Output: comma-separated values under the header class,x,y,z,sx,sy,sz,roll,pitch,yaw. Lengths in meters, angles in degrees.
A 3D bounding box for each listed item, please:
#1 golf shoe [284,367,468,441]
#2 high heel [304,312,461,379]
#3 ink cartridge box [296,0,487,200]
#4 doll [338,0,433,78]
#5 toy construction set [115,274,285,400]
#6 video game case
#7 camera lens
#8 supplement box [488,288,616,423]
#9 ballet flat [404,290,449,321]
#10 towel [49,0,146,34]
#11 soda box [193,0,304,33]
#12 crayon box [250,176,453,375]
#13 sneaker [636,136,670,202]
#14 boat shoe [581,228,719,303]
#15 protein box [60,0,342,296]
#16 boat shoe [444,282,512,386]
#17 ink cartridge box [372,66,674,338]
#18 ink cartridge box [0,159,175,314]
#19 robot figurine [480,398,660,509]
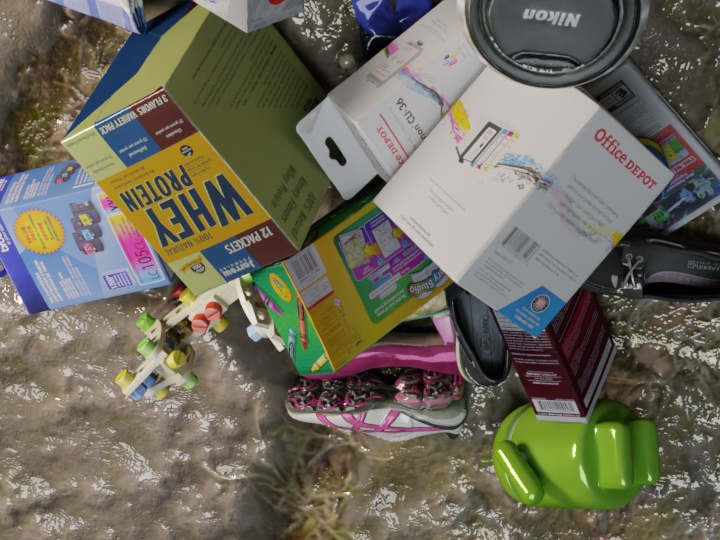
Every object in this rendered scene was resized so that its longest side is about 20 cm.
class,x,y,z,sx,sy,sz,roll,pitch,yaw
golf shoe,0.017,0.157,1.885,0.200,0.073,0.092,-1,126,8
high heel,0.040,0.102,1.848,0.200,0.067,0.096,-22,109,6
ink cartridge box,0.052,-0.148,1.603,0.200,0.067,0.116,-39,130,-4
doll,0.042,-0.226,1.627,0.136,0.048,0.200,-16,125,-7
toy construction set,-0.160,0.057,1.804,0.200,0.131,0.092,-22,119,21
video game case,0.240,-0.093,1.711,0.200,0.023,0.182,-35,114,26
camera lens,0.168,-0.263,1.492,0.160,0.200,0.160,4,125,5
supplement box,0.192,0.049,1.742,0.061,0.109,0.200,1,135,31
ballet flat,0.011,0.033,1.805,0.200,0.071,0.071,-19,120,13
towel,-0.269,-0.290,1.569,0.147,0.024,0.200,21,159,8
soda box,-0.138,-0.284,1.534,0.200,0.068,0.063,34,136,35
crayon box,0.000,0.000,1.657,0.058,0.200,0.119,-7,113,51
sneaker,0.199,-0.077,1.667,0.200,0.078,0.066,-10,124,15
boat shoe,0.301,-0.002,1.706,0.200,0.057,0.067,3,103,-19
protein box,-0.138,-0.127,1.622,0.135,0.199,0.200,-22,119,33
boat shoe,0.122,0.023,1.741,0.074,0.066,0.199,-3,99,-10
ink cartridge box,0.149,-0.075,1.569,0.200,0.145,0.147,-50,137,6
ink cartridge box,-0.303,-0.037,1.795,0.200,0.076,0.136,-11,122,17
robot figurine,0.224,0.195,1.834,0.200,0.175,0.116,-7,88,49
